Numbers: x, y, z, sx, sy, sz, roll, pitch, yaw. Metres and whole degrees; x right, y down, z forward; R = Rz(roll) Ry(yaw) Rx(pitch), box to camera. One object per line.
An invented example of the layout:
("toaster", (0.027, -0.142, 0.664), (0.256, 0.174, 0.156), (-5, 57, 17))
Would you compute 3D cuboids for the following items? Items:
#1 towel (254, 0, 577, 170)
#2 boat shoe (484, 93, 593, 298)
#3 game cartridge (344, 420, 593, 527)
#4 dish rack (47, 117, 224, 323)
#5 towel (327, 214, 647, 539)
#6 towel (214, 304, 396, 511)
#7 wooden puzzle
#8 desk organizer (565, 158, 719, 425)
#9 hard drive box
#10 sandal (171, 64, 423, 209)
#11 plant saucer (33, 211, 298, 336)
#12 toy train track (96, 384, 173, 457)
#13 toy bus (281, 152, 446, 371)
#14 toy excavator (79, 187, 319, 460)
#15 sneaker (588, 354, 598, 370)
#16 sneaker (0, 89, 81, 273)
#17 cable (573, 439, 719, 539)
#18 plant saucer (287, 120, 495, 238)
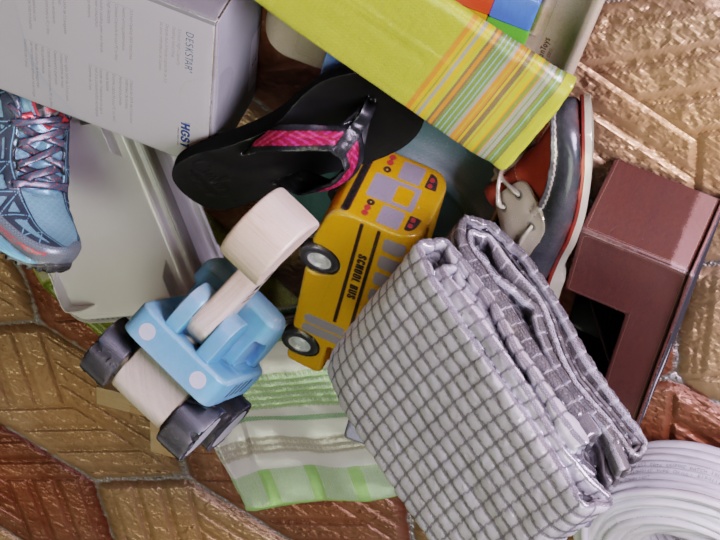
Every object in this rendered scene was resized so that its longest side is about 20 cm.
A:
("towel", (0.027, -0.142, 1.178), (0.200, 0.018, 0.086), (34, 135, -6))
("boat shoe", (0.109, -0.041, 1.264), (0.062, 0.071, 0.200), (10, 145, 0))
("game cartridge", (0.097, 0.105, 1.475), (0.200, 0.038, 0.130), (20, 109, 7))
("dish rack", (-0.194, -0.045, 1.466), (0.171, 0.044, 0.200), (-4, 114, 39))
("towel", (0.081, 0.086, 1.263), (0.200, 0.085, 0.166), (55, 142, 13))
("towel", (-0.058, 0.112, 1.548), (0.149, 0.031, 0.200), (-6, 128, 20))
("wooden puzzle", (0.037, -0.155, 1.214), (0.200, 0.046, 0.185), (24, 147, 4))
("desk organizer", (0.179, 0.020, 1.332), (0.077, 0.072, 0.200), (22, 146, 11))
("hard drive box", (-0.171, -0.171, 1.306), (0.200, 0.077, 0.156), (22, 146, 8))
("sandal", (-0.039, -0.074, 1.274), (0.200, 0.045, 0.075), (-23, 129, 32))
("plant saucer", (-0.159, 0.023, 1.585), (0.200, 0.048, 0.200), (44, 143, -24))
("toy train track", (-0.115, 0.115, 1.614), (0.200, 0.033, 0.115), (15, 139, 6))
("toy bus", (0.000, 0.000, 1.367), (0.078, 0.065, 0.200), (22, 145, 5))
("toy excavator", (-0.094, 0.026, 1.351), (0.100, 0.200, 0.194), (42, -171, 8))
("sneaker", (0.111, 0.085, 1.356), (0.200, 0.086, 0.078), (51, 165, 56))
("sneaker", (-0.243, -0.094, 1.389), (0.095, 0.079, 0.200), (-39, 70, 31))
("cable", (0.265, 0.211, 1.531), (0.200, 0.069, 0.200), (30, 145, -4))
("plant saucer", (0.025, -0.046, 1.378), (0.200, 0.036, 0.200), (18, 146, 13))
